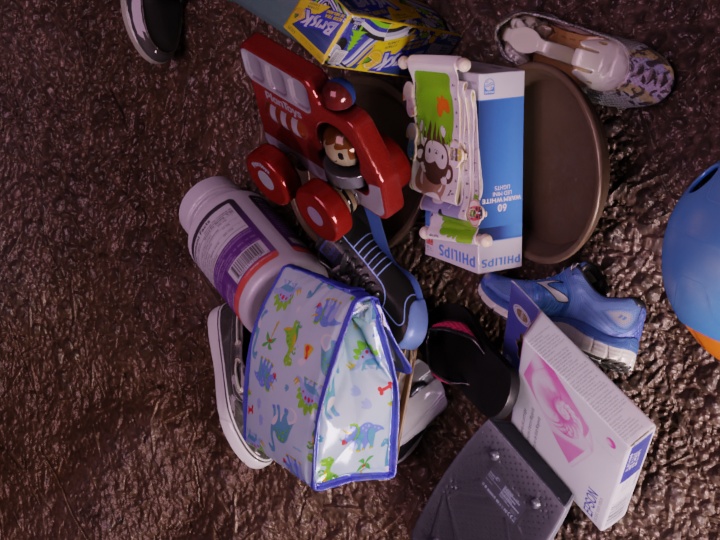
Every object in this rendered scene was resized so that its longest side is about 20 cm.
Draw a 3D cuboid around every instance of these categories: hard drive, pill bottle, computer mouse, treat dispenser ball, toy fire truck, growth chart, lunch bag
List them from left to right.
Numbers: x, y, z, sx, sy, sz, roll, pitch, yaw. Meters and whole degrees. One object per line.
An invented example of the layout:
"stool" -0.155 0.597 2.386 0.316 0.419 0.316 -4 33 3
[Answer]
"pill bottle" -0.130 -0.022 1.673 0.200 0.111 0.112 48 118 41
"toy fire truck" -0.040 -0.139 1.480 0.200 0.112 0.168 35 154 36
"lunch bag" -0.038 0.105 1.526 0.170 0.127 0.201 20 112 55
"computer mouse" 0.058 0.140 1.587 0.110 0.044 0.200 50 118 26
"growth chart" 0.082 -0.122 1.465 0.144 0.018 0.201 -1 96 61
"hard drive" 0.138 0.257 1.511 0.135 0.042 0.201 49 131 25
"treat dispenser ball" 0.362 -0.009 1.258 0.200 0.200 0.202 1 92 37

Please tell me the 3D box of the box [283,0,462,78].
"box" 0.015 -0.248 1.510 0.070 0.200 0.064 47 116 25

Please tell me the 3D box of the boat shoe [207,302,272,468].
"boat shoe" -0.129 0.130 1.712 0.063 0.071 0.201 -22 77 36

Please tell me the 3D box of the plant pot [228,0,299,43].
"plant pot" -0.062 -0.342 1.584 0.196 0.200 0.201 39 114 20

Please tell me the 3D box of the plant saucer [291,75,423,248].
"plant saucer" 0.001 -0.115 1.623 0.199 0.029 0.201 2 93 37

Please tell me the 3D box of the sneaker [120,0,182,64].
"sneaker" -0.230 -0.356 1.768 0.106 0.075 0.201 -5 87 39

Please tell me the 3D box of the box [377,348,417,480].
"box" -0.012 0.122 1.617 0.200 0.021 0.165 21 104 54

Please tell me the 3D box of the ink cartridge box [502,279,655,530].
"ink cartridge box" 0.192 0.135 1.417 0.200 0.043 0.197 46 159 26

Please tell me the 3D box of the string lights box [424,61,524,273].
"string lights box" 0.115 -0.107 1.487 0.103 0.059 0.201 22 117 57

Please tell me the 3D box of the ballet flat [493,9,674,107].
"ballet flat" 0.212 -0.210 1.446 0.200 0.072 0.072 26 106 33

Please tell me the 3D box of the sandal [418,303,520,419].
"sandal" 0.098 0.084 1.470 0.200 0.045 0.076 44 118 61

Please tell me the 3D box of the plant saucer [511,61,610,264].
"plant saucer" 0.184 -0.108 1.455 0.200 0.029 0.201 22 116 57

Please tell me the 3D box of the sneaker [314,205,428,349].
"sneaker" 0.000 0.000 1.530 0.070 0.078 0.201 -54 49 35

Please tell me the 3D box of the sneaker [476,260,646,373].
"sneaker" 0.205 0.033 1.466 0.199 0.078 0.090 21 82 40
